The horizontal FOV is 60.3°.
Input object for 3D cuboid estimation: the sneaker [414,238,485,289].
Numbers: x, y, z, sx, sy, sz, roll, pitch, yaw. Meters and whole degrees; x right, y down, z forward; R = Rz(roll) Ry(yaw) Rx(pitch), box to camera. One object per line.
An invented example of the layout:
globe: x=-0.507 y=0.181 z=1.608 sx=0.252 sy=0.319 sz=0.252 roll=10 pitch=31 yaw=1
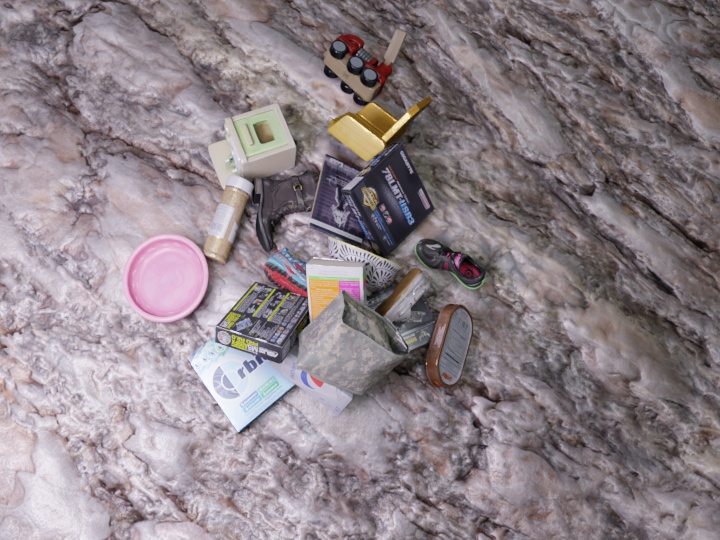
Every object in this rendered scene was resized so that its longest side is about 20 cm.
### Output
sneaker: x=0.228 y=-0.028 z=1.547 sx=0.195 sy=0.084 sz=0.078 roll=26 pitch=68 yaw=-1

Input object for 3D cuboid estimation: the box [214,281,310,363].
box: x=-0.206 y=0.110 z=1.371 sx=0.155 sy=0.046 sz=0.201 roll=15 pitch=31 yaw=10

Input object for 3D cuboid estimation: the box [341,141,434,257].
box: x=0.072 y=-0.175 z=1.535 sx=0.198 sy=0.049 sz=0.203 roll=-42 pitch=119 yaw=-20

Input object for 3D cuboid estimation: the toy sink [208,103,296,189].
toy sink: x=-0.273 y=-0.308 z=1.540 sx=0.195 sy=0.112 sz=0.134 roll=-20 pitch=75 yaw=-15

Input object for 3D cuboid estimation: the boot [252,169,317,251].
boot: x=-0.175 y=-0.152 z=1.531 sx=0.168 sy=0.069 sz=0.207 roll=-4 pitch=78 yaw=-19

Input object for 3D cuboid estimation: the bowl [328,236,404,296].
bowl: x=0.000 y=0.000 z=1.462 sx=0.195 sy=0.201 sz=0.097 roll=21 pitch=92 yaw=-2

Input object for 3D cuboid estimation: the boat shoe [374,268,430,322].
boat shoe: x=0.090 y=0.090 z=1.439 sx=0.200 sy=0.071 sz=0.069 roll=-47 pitch=109 yaw=-7

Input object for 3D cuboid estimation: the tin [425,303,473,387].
tin: x=0.213 y=0.177 z=1.469 sx=0.111 sy=0.041 sz=0.205 roll=35 pitch=65 yaw=-34

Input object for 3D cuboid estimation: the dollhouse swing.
dollhouse swing: x=0.052 y=-0.394 z=1.546 sx=0.180 sy=0.178 sz=0.200 roll=37 pitch=32 yaw=4

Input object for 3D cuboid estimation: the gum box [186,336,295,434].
gum box: x=-0.265 y=0.228 z=1.397 sx=0.168 sy=0.045 sz=0.202 roll=-36 pitch=80 yaw=-19

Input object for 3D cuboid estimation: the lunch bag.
lunch bag: x=-0.013 y=0.167 z=1.323 sx=0.198 sy=0.164 sz=0.119 roll=34 pitch=30 yaw=-24

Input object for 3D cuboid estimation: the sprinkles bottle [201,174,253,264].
sprinkles bottle: x=-0.317 y=-0.121 z=1.477 sx=0.066 sy=0.068 sz=0.206 roll=18 pitch=79 yaw=-3

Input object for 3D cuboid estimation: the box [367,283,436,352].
box: x=0.076 y=0.127 z=1.488 sx=0.195 sy=0.048 sz=0.162 roll=-21 pitch=77 yaw=-15

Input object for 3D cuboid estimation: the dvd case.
dvd case: x=-0.046 y=-0.176 z=1.566 sx=0.145 sy=0.016 sz=0.206 roll=20 pitch=67 yaw=-21

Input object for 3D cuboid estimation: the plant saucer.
plant saucer: x=-0.442 y=0.021 z=1.423 sx=0.193 sy=0.051 sz=0.208 roll=1 pitch=75 yaw=-2

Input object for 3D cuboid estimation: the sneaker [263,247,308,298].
sneaker: x=-0.129 y=0.020 z=1.471 sx=0.199 sy=0.079 sz=0.096 roll=40 pitch=50 yaw=-8

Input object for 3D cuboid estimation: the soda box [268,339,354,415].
soda box: x=-0.103 y=0.229 z=1.385 sx=0.198 sy=0.064 sz=0.069 roll=38 pitch=30 yaw=-5

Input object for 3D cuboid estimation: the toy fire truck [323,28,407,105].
toy fire truck: x=0.022 y=-0.584 z=1.689 sx=0.175 sy=0.129 sz=0.200 roll=42 pitch=58 yaw=6

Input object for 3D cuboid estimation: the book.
book: x=-0.050 y=0.080 z=1.386 sx=0.129 sy=0.048 sz=0.207 roll=5 pitch=112 yaw=15

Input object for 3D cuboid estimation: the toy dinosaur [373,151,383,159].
toy dinosaur: x=0.045 y=-0.247 z=1.593 sx=0.046 sy=0.088 sz=0.206 roll=2 pitch=68 yaw=18
